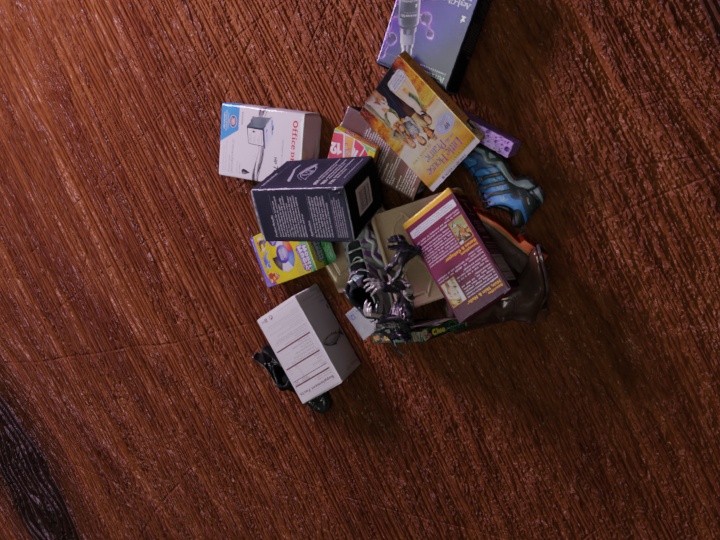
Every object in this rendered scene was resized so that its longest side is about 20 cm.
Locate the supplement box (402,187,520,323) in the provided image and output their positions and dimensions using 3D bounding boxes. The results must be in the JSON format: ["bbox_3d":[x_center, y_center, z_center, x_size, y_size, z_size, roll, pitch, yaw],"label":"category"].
[{"bbox_3d":[0.176,-0.026,1.077,0.109,0.085,0.204,-36,76,24],"label":"supplement box"}]

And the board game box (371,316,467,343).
[{"bbox_3d":[0.107,0.114,1.175,0.199,0.102,0.024,-15,93,63],"label":"board game box"}]

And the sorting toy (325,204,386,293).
[{"bbox_3d":[-0.020,-0.084,1.283,0.182,0.036,0.204,-31,84,24],"label":"sorting toy"}]

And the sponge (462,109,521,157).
[{"bbox_3d":[0.194,-0.265,1.114,0.196,0.111,0.030,31,113,13],"label":"sponge"}]

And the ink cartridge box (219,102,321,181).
[{"bbox_3d":[-0.189,-0.262,1.283,0.194,0.086,0.152,11,105,20],"label":"ink cartridge box"}]

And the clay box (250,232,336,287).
[{"bbox_3d":[-0.143,-0.045,1.298,0.197,0.047,0.118,-18,94,44],"label":"clay box"}]

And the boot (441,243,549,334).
[{"bbox_3d":[0.242,0.041,1.132,0.193,0.065,0.190,-6,129,10],"label":"boot"}]

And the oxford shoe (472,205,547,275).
[{"bbox_3d":[0.248,-0.055,1.145,0.197,0.071,0.074,34,109,2],"label":"oxford shoe"}]

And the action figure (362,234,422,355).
[{"bbox_3d":[0.051,0.045,1.067,0.098,0.119,0.207,4,110,-7],"label":"action figure"}]

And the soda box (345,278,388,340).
[{"bbox_3d":[0.064,0.053,1.257,0.199,0.063,0.069,-42,85,23],"label":"soda box"}]

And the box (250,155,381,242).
[{"bbox_3d":[-0.079,-0.133,1.141,0.194,0.149,0.107,2,120,26],"label":"box"}]

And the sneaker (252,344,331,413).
[{"bbox_3d":[-0.148,0.245,1.360,0.059,0.104,0.202,-37,87,23],"label":"sneaker"}]

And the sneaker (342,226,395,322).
[{"bbox_3d":[0.000,0.000,1.163,0.076,0.139,0.205,-28,87,24],"label":"sneaker"}]

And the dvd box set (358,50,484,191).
[{"bbox_3d":[0.104,-0.257,1.083,0.200,0.029,0.146,46,137,-1],"label":"dvd box set"}]

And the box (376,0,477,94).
[{"bbox_3d":[0.135,-0.439,1.098,0.144,0.104,0.206,24,108,14],"label":"box"}]

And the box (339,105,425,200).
[{"bbox_3d":[0.049,-0.230,1.202,0.196,0.075,0.102,31,111,11],"label":"box"}]

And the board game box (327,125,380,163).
[{"bbox_3d":[-0.030,-0.168,1.208,0.094,0.030,0.204,29,128,16],"label":"board game box"}]

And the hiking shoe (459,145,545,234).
[{"bbox_3d":[0.239,-0.159,1.128,0.198,0.074,0.088,36,91,12],"label":"hiking shoe"}]

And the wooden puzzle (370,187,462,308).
[{"bbox_3d":[0.132,-0.040,1.176,0.194,0.046,0.191,-17,85,-9],"label":"wooden puzzle"}]

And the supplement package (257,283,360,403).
[{"bbox_3d":[-0.108,0.154,1.318,0.116,0.117,0.204,-30,90,24],"label":"supplement package"}]
